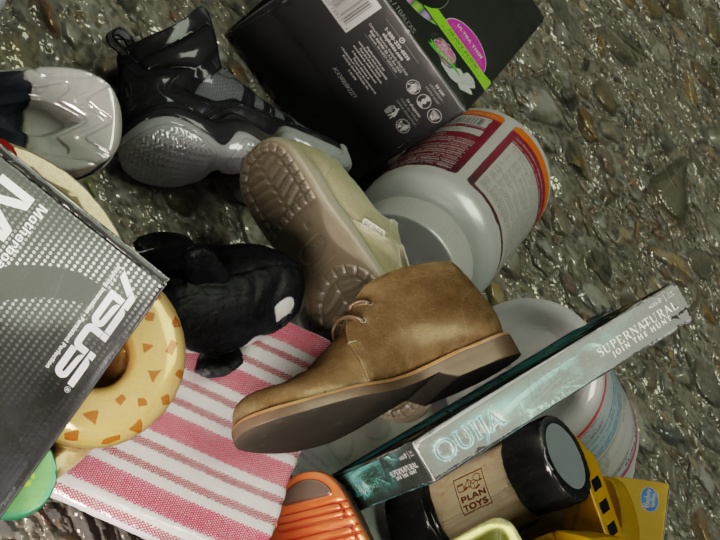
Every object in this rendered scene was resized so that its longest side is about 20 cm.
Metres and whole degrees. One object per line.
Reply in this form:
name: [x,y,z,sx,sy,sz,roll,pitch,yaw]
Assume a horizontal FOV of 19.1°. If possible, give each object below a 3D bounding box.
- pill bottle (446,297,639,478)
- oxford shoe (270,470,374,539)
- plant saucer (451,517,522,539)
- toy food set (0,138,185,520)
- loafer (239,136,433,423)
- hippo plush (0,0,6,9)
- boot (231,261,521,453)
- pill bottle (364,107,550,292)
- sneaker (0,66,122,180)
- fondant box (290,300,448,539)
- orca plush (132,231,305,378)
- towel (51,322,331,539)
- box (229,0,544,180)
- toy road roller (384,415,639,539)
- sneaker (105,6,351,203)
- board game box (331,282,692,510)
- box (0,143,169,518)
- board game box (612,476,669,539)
pill bottle: [0.131,0.103,1.465,0.200,0.109,0.109,55,20,-62]
oxford shoe: [-0.001,0.210,1.276,0.073,0.071,0.200,-33,109,-66]
plant saucer: [0.049,0.265,1.205,0.200,0.200,0.048,60,13,2]
toy food set: [-0.202,0.028,1.099,0.198,0.049,0.200,-34,98,-25]
loafer: [0.000,0.000,1.343,0.068,0.076,0.200,-18,77,-50]
hippo plush: [-0.223,-0.196,1.243,0.159,0.200,0.161,66,35,-56]
boot: [-0.002,0.051,1.239,0.200,0.074,0.076,-18,77,-37]
pill bottle: [0.058,-0.035,1.522,0.110,0.109,0.200,55,31,-7]
sneaker: [-0.237,-0.082,1.200,0.199,0.130,0.080,1,80,-11]
fondant box: [-0.012,0.096,1.369,0.144,0.058,0.200,41,35,-26]
orca plush: [-0.115,-0.002,1.234,0.200,0.071,0.105,10,47,-22]
towel: [-0.103,0.082,1.237,0.146,0.030,0.200,25,43,-6]
box: [0.024,-0.182,1.584,0.149,0.124,0.200,54,32,-9]
toy road roller: [0.118,0.190,1.307,0.146,0.123,0.200,15,52,-56]
sneaker: [-0.087,-0.112,1.417,0.200,0.075,0.114,6,62,-49]
board game box: [0.088,0.076,1.265,0.200,0.135,0.028,-30,88,-26]
box: [-0.225,0.025,1.036,0.193,0.048,0.200,40,70,-12]
board game box: [0.169,0.260,1.415,0.200,0.040,0.153,-72,167,-51]
